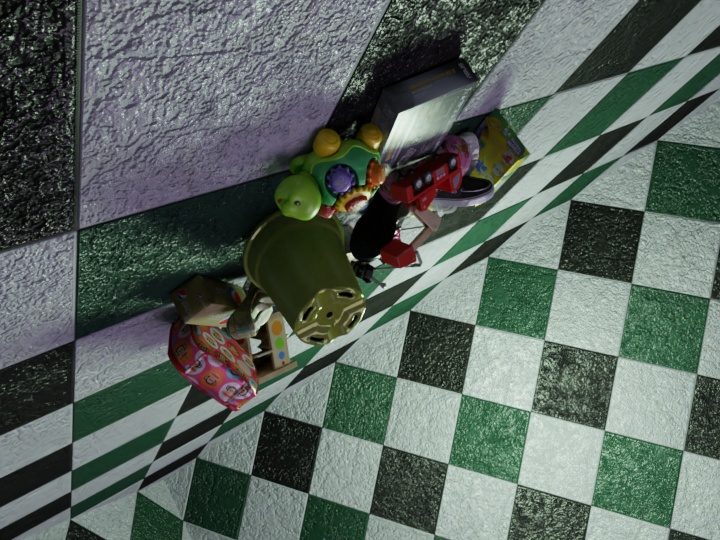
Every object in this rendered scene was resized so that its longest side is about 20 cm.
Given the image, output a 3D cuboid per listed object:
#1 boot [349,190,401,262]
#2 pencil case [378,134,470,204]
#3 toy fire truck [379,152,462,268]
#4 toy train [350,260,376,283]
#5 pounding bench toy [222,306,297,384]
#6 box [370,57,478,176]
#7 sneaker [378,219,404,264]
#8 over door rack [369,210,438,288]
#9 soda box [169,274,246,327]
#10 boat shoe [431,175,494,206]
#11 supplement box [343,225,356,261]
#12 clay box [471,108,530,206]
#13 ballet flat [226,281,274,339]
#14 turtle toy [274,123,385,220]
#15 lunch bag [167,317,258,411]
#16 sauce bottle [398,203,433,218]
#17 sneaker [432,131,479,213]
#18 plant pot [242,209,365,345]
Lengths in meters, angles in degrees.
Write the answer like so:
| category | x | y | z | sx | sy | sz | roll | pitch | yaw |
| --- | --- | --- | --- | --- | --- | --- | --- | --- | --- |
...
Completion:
| category | x | y | z | sx | sy | sz | roll | pitch | yaw |
| --- | --- | --- | --- | --- | --- | --- | --- | --- | --- |
| boot | 0.023 | -0.061 | 1.166 | 0.169 | 0.075 | 0.202 | 110 | 2 | -57 |
| pencil case | 0.121 | -0.195 | 1.118 | 0.198 | 0.083 | 0.087 | -24 | 153 | -32 |
| toy fire truck | 0.111 | -0.110 | 1.052 | 0.199 | 0.048 | 0.143 | -34 | 125 | -29 |
| toy train | 0.000 | 0.000 | 1.145 | 0.200 | 0.045 | 0.035 | -144 | -108 | -86 |
| pounding bench toy | -0.269 | 0.161 | 1.375 | 0.197 | 0.159 | 0.123 | -2 | -170 | 40 |
| box | 0.085 | -0.238 | 0.958 | 0.157 | 0.049 | 0.200 | -27 | 165 | -21 |
| sneaker | 0.075 | -0.078 | 1.423 | 0.073 | 0.088 | 0.200 | -26 | 165 | -24 |
| over door rack | 0.080 | -0.037 | 1.289 | 0.198 | 0.067 | 0.149 | -17 | -147 | 40 |
| soda box | -0.281 | 0.063 | 1.138 | 0.067 | 0.065 | 0.200 | -33 | 168 | 6 |
| boat shoe | 0.176 | -0.173 | 1.207 | 0.196 | 0.069 | 0.057 | -1 | 135 | 6 |
| supplement box | -0.092 | -0.026 | 1.243 | 0.126 | 0.074 | 0.199 | -40 | 165 | 29 |
| clay box | 0.276 | -0.242 | 1.253 | 0.047 | 0.116 | 0.200 | -24 | 165 | -32 |
| ballet flat | -0.198 | 0.065 | 1.161 | 0.070 | 0.071 | 0.201 | -40 | -165 | 30 |
| turtle toy | -0.043 | -0.135 | 0.896 | 0.197 | 0.102 | 0.146 | -16 | 160 | -30 |
| lunch bag | -0.295 | 0.170 | 1.188 | 0.082 | 0.200 | 0.177 | -39 | -150 | 5 |
| sauce bottle | 0.137 | -0.154 | 1.349 | 0.065 | 0.065 | 0.199 | -40 | 165 | 29 |
| sneaker | 0.198 | -0.220 | 1.265 | 0.202 | 0.075 | 0.081 | 111 | -6 | -46 |
| plant pot | -0.084 | 0.019 | 1.022 | 0.197 | 0.185 | 0.203 | -18 | 136 | -18 |
